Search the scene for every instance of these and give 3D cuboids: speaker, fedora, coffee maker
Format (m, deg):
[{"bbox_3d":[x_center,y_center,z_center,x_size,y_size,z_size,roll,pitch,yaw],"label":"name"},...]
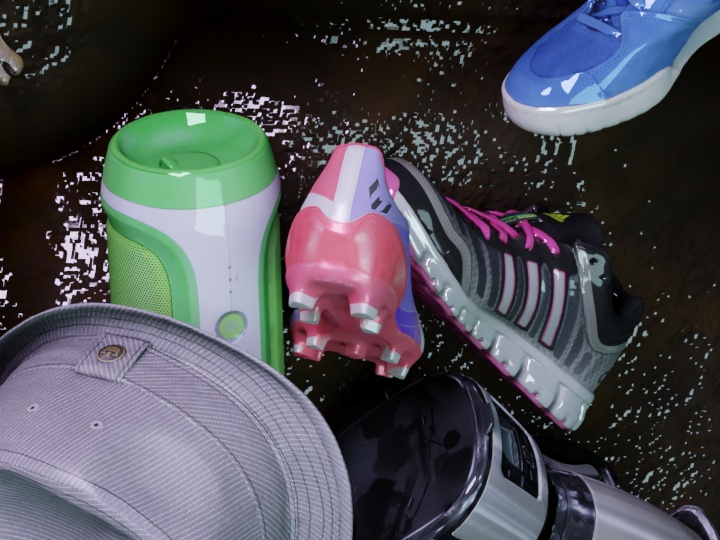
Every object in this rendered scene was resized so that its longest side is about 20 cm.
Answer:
[{"bbox_3d":[-0.075,0.031,1.374,0.088,0.088,0.201,-13,118,-22],"label":"speaker"},{"bbox_3d":[-0.111,0.110,1.323,0.090,0.199,0.178,-42,146,-53],"label":"fedora"},{"bbox_3d":[0.057,0.164,1.476,0.200,0.135,0.192,31,101,-33],"label":"coffee maker"}]

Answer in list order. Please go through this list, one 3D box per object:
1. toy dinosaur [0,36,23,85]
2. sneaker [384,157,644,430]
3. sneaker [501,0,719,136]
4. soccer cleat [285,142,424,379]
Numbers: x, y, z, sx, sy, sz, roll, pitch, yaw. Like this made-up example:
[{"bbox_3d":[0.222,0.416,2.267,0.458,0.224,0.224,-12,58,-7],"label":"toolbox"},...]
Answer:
[{"bbox_3d":[-0.234,-0.120,1.245,0.200,0.058,0.102,40,72,-39],"label":"toy dinosaur"},{"bbox_3d":[0.072,-0.006,1.445,0.088,0.074,0.200,-48,128,-3],"label":"sneaker"},{"bbox_3d":[0.141,-0.153,1.404,0.199,0.077,0.112,-31,130,-17],"label":"sneaker"},{"bbox_3d":[0.000,0.000,1.364,0.066,0.200,0.077,12,79,6],"label":"soccer cleat"}]
